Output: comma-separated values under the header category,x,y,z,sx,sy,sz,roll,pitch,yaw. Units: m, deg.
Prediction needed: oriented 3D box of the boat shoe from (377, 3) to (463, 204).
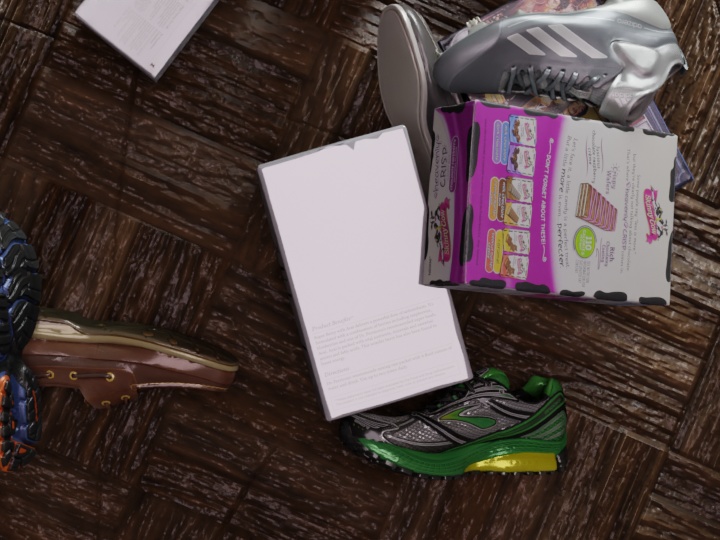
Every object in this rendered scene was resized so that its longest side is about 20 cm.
category,x,y,z,sx,sy,sz,roll,pitch,yaw
boat shoe,0.063,-0.118,1.368,0.057,0.067,0.202,-18,97,-30

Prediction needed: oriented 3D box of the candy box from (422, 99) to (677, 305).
category,x,y,z,sx,sy,sz,roll,pitch,yaw
candy box,0.147,-0.047,1.295,0.198,0.061,0.138,7,85,-31

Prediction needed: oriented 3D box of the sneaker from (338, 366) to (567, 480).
category,x,y,z,sx,sy,sz,roll,pitch,yaw
sneaker,0.073,0.118,1.349,0.198,0.078,0.086,0,96,-26

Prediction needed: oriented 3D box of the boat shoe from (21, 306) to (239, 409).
category,x,y,z,sx,sy,sz,roll,pitch,yaw
boat shoe,-0.196,0.075,1.343,0.198,0.072,0.068,9,95,1

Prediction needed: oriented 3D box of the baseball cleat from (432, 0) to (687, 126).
category,x,y,z,sx,sy,sz,roll,pitch,yaw
baseball cleat,0.159,-0.155,1.315,0.198,0.070,0.107,-17,65,-11

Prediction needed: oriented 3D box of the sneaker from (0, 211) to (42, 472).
category,x,y,z,sx,sy,sz,roll,pitch,yaw
sneaker,-0.291,0.051,1.282,0.078,0.075,0.202,3,94,19

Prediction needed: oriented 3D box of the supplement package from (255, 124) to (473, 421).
category,x,y,z,sx,sy,sz,roll,pitch,yaw
supplement package,0.000,0.000,1.330,0.120,0.120,0.202,-15,93,-4

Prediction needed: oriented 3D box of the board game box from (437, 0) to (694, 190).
category,x,y,z,sx,sy,sz,roll,pitch,yaw
board game box,0.166,-0.129,1.386,0.135,0.035,0.201,-30,93,-4

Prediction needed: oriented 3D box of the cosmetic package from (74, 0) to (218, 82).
category,x,y,z,sx,sy,sz,roll,pitch,yaw
cosmetic package,-0.133,-0.254,1.349,0.082,0.051,0.201,38,88,-3
